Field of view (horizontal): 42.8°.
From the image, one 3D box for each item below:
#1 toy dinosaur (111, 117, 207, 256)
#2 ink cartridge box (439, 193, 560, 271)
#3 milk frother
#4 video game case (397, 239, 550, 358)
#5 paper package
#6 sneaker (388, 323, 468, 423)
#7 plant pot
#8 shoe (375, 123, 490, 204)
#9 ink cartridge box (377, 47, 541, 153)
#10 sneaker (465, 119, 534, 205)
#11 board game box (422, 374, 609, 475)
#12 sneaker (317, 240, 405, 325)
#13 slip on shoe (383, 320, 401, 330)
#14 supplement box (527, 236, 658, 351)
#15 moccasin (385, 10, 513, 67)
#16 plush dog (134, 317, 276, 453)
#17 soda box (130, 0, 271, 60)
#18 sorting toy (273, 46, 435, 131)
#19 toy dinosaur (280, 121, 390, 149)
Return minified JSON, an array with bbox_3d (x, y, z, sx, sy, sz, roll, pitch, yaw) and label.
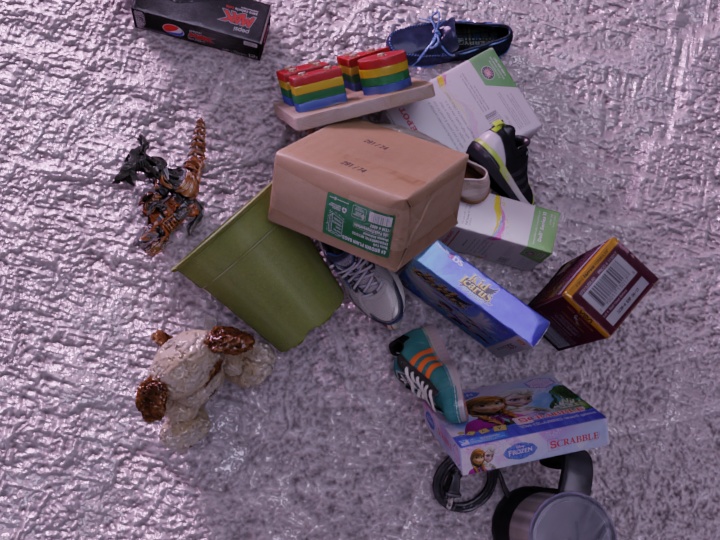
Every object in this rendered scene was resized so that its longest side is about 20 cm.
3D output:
[{"bbox_3d":[-0.281,-0.125,1.328,0.135,0.102,0.201,29,58,-16],"label":"toy dinosaur"},{"bbox_3d":[0.175,-0.067,1.342,0.199,0.117,0.068,15,76,-3],"label":"ink cartridge box"},{"bbox_3d":[0.212,0.325,1.236,0.198,0.188,0.182,-3,79,-7],"label":"milk frother"},{"bbox_3d":[0.149,0.042,1.286,0.200,0.181,0.046,37,78,1],"label":"video game case"},{"bbox_3d":[0.011,-0.105,1.185,0.199,0.104,0.190,22,34,24],"label":"paper package"},{"bbox_3d":[0.092,0.150,1.271,0.079,0.200,0.072,-18,119,-2],"label":"sneaker"},{"bbox_3d":[-0.126,0.004,1.274,0.200,0.200,0.190,-43,100,-12],"label":"plant pot"},{"bbox_3d":[0.092,-0.158,1.278,0.199,0.053,0.070,26,77,11],"label":"shoe"},{"bbox_3d":[0.145,-0.217,1.384,0.199,0.088,0.146,-30,84,-13],"label":"ink cartridge box"},{"bbox_3d":[0.224,-0.150,1.327,0.083,0.200,0.072,-49,57,2],"label":"sneaker"},{"bbox_3d":[0.204,0.204,1.253,0.199,0.200,0.041,-10,101,-9],"label":"board game box"},{"bbox_3d":[-0.012,-0.008,1.264,0.077,0.085,0.201,-36,83,13],"label":"sneaker"},{"bbox_3d":[0.000,0.000,1.341,0.061,0.074,0.201,-31,88,19],"label":"slip on shoe"},{"bbox_3d":[0.317,0.039,1.297,0.086,0.200,0.110,44,77,2],"label":"supplement box"},{"bbox_3d":[0.138,-0.365,1.421,0.199,0.068,0.081,-10,80,-8],"label":"moccasin"},{"bbox_3d":[-0.225,0.128,1.228,0.200,0.172,0.161,-42,86,-11],"label":"plush dog"},{"bbox_3d":[-0.238,-0.384,1.382,0.199,0.063,0.071,15,78,-4],"label":"soda box"},{"bbox_3d":[-0.020,-0.268,1.312,0.198,0.200,0.070,-16,109,-10],"label":"sorting toy"},{"bbox_3d":[-0.024,-0.147,1.356,0.198,0.086,0.137,4,85,0],"label":"toy dinosaur"}]
